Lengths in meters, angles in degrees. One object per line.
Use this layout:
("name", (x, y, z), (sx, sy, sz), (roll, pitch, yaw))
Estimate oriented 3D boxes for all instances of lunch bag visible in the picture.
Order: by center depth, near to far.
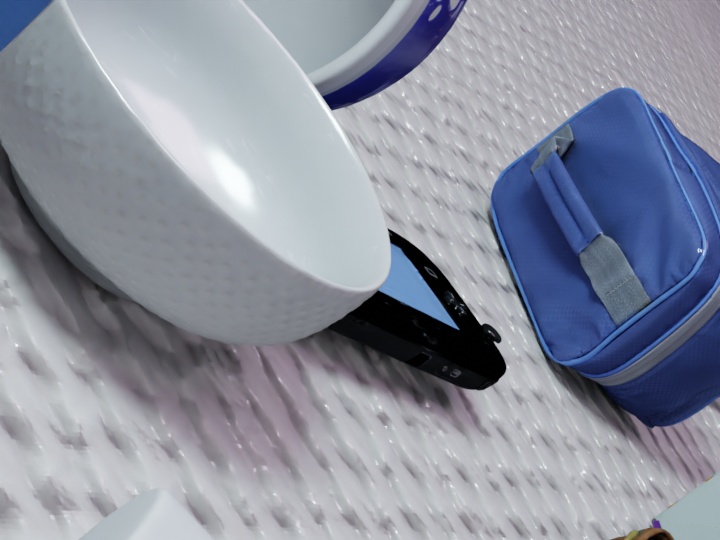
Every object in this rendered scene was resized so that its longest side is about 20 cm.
("lunch bag", (0.172, -0.019, 1.225), (0.132, 0.136, 0.201), (34, 25, -42))

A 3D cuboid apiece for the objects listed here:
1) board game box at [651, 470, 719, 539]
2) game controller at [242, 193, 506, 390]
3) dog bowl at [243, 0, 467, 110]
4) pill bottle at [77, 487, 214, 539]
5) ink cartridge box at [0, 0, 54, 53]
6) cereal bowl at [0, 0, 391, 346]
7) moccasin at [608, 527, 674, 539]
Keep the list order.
("board game box", (0.278, 0.204, 1.127), (0.200, 0.103, 0.105), (41, 22, -29))
("game controller", (0.000, 0.000, 0.943), (0.200, 0.042, 0.105), (27, 31, -52))
("dog bowl", (-0.041, -0.176, 0.919), (0.201, 0.200, 0.079), (56, 18, 12))
("pill bottle", (-0.022, 0.163, 0.494), (0.200, 0.114, 0.114), (50, 19, -6))
("ink cartridge box", (-0.145, -0.127, 0.591), (0.076, 0.200, 0.137), (31, 27, -45))
("cereal bowl", (-0.081, -0.049, 0.778), (0.200, 0.083, 0.201), (45, 21, -22))
("moccasin", (0.127, 0.181, 0.859), (0.074, 0.078, 0.202), (49, 19, -8))
